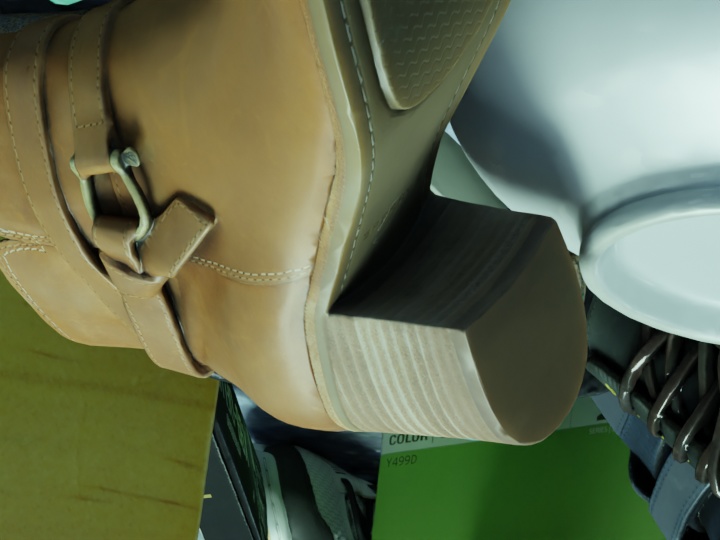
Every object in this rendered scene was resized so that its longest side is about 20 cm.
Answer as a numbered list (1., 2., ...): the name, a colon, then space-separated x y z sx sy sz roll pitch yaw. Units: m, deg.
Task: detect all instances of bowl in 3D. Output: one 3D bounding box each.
1. bowl: 0.104 -0.038 0.634 0.200 0.091 0.201 6 160 2

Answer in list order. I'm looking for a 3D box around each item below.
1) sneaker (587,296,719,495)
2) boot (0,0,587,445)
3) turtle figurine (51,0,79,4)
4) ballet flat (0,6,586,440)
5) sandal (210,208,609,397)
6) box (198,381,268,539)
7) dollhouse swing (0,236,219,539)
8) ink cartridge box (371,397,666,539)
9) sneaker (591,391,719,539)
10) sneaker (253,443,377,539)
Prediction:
1. sneaker: 0.104 0.041 0.724 0.106 0.075 0.200 20 -164 12
2. boot: -0.035 -0.052 0.610 0.155 0.077 0.201 10 133 37
3. turtle figurine: -0.111 -0.081 0.553 0.199 0.101 0.150 23 147 20
4. ballet flat: -0.024 -0.033 0.707 0.199 0.068 0.067 30 126 3
5. sandal: 0.000 0.000 0.805 0.199 0.076 0.045 12 -169 -30
6. box: -0.143 0.067 0.958 0.199 0.050 0.158 -7 146 4
7. dollhouse swing: -0.162 0.066 0.836 0.181 0.201 0.176 14 158 -20
8. ink cartridge box: 0.058 0.078 0.977 0.147 0.076 0.200 -11 154 40
9. sneaker: 0.136 0.080 0.834 0.200 0.079 0.079 36 148 21
10. sneaker: 0.011 0.112 1.115 0.087 0.076 0.200 -16 157 14
